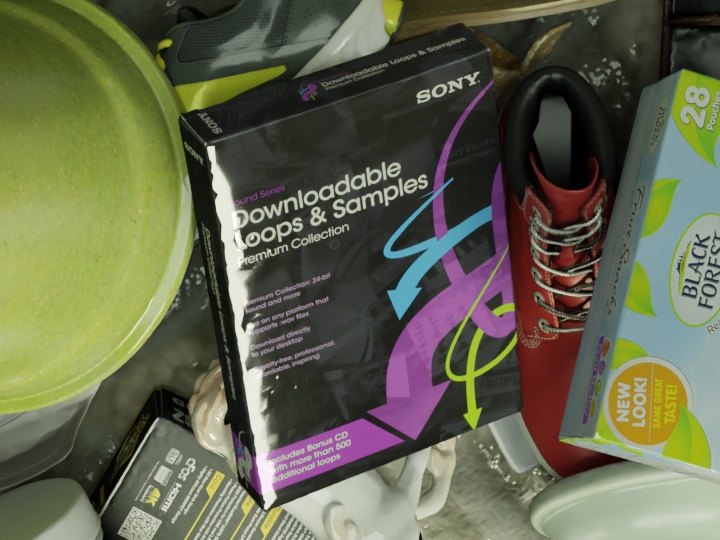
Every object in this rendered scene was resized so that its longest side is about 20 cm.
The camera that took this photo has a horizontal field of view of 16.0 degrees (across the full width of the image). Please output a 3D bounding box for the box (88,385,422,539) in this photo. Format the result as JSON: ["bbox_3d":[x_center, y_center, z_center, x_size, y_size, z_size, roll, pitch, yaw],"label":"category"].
[{"bbox_3d":[-0.085,0.183,1.320,0.159,0.049,0.201,28,102,-15],"label":"box"}]

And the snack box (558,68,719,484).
[{"bbox_3d":[0.205,0.020,1.140,0.199,0.068,0.170,15,83,-8],"label":"snack box"}]

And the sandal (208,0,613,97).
[{"bbox_3d":[0.033,-0.101,1.235,0.210,0.078,0.070,-7,113,5],"label":"sandal"}]

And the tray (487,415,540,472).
[{"bbox_3d":[0.142,0.012,1.302,0.199,0.022,0.108,-28,106,4],"label":"tray"}]

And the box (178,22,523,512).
[{"bbox_3d":[0.000,0.000,1.170,0.142,0.036,0.201,-20,123,-19],"label":"box"}]

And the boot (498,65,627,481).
[{"bbox_3d":[0.097,0.007,1.206,0.072,0.144,0.201,-8,90,1],"label":"boot"}]

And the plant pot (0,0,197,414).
[{"bbox_3d":[-0.188,-0.029,1.086,0.199,0.184,0.202,1,94,13],"label":"plant pot"}]

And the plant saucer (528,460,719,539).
[{"bbox_3d":[0.182,0.132,1.254,0.199,0.200,0.051,1,72,-5],"label":"plant saucer"}]

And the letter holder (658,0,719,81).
[{"bbox_3d":[0.253,-0.113,1.202,0.199,0.142,0.101,2,94,-6],"label":"letter holder"}]

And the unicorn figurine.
[{"bbox_3d":[-0.001,0.107,1.261,0.199,0.074,0.138,32,64,7],"label":"unicorn figurine"}]

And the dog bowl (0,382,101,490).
[{"bbox_3d":[-0.206,0.009,1.251,0.199,0.059,0.201,-1,107,-4],"label":"dog bowl"}]

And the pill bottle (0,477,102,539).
[{"bbox_3d":[-0.129,0.206,1.241,0.108,0.109,0.201,-24,108,2],"label":"pill bottle"}]

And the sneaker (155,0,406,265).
[{"bbox_3d":[-0.070,-0.074,1.187,0.200,0.074,0.085,-44,91,8],"label":"sneaker"}]
